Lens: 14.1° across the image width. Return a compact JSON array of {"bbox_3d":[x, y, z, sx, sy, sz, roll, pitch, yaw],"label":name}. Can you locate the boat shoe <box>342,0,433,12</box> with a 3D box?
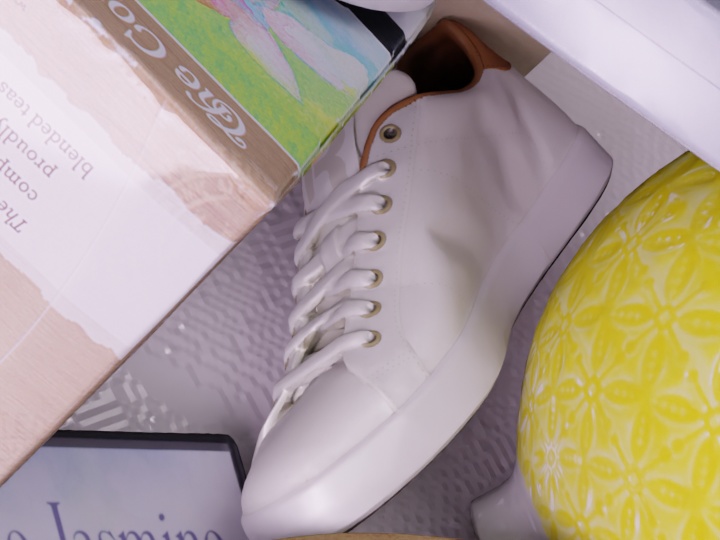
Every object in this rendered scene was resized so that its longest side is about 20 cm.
[{"bbox_3d":[-0.031,-0.119,0.636,0.200,0.065,0.074,23,31,-47],"label":"boat shoe"}]

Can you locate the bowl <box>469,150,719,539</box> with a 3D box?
[{"bbox_3d":[0.094,0.075,0.794,0.107,0.200,0.201,-26,77,6],"label":"bowl"}]

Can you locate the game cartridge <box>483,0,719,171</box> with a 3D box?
[{"bbox_3d":[0.089,-0.061,0.770,0.200,0.041,0.133,35,10,2],"label":"game cartridge"}]

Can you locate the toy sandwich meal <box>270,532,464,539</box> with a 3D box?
[{"bbox_3d":[0.013,0.131,0.666,0.204,0.070,0.205,3,23,-1],"label":"toy sandwich meal"}]

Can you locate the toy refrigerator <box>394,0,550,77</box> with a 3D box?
[{"bbox_3d":[-0.027,-0.109,0.856,0.199,0.076,0.070,3,64,-29],"label":"toy refrigerator"}]

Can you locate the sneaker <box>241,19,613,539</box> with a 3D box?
[{"bbox_3d":[0.000,0.000,0.814,0.085,0.073,0.200,47,39,-12],"label":"sneaker"}]

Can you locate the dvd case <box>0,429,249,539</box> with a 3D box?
[{"bbox_3d":[-0.054,0.133,0.715,0.142,0.018,0.201,5,61,-51],"label":"dvd case"}]

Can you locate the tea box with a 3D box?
[{"bbox_3d":[-0.109,-0.067,0.676,0.200,0.134,0.197,44,21,-5],"label":"tea box"}]
